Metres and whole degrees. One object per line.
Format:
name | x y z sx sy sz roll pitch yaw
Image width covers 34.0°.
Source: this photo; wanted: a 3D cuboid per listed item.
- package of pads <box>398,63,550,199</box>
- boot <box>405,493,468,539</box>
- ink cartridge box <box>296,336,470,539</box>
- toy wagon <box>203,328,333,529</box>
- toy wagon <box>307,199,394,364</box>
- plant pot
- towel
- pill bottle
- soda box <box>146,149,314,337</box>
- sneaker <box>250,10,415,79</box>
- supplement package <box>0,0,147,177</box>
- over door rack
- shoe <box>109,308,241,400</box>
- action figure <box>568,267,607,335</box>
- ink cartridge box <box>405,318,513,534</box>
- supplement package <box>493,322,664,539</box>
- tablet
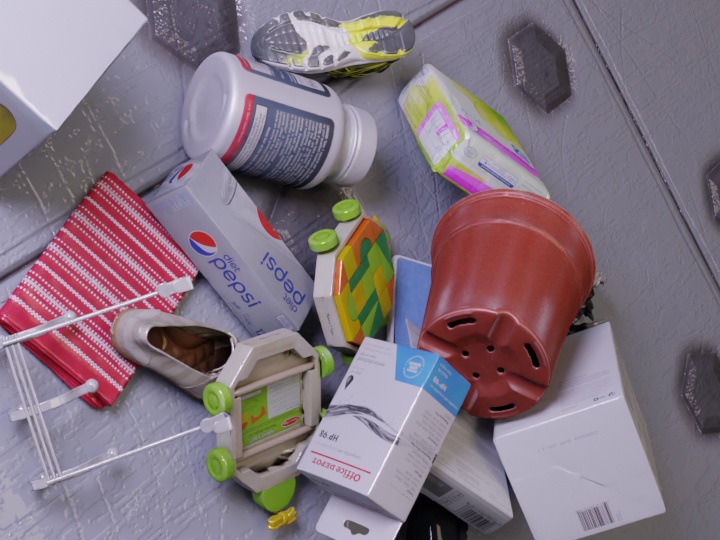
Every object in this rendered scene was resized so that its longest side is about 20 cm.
package of pads | 0.132 -0.155 1.434 0.153 0.068 0.201 30 23 -29
boot | 0.049 0.255 1.310 0.168 0.076 0.202 42 49 -26
ink cartridge box | 0.015 0.178 1.208 0.067 0.115 0.202 42 68 -38
toy wagon | -0.094 0.167 1.214 0.154 0.039 0.204 -16 112 -45
toy wagon | 0.000 0.000 1.326 0.201 0.039 0.157 -56 138 -51
plant pot | 0.154 0.046 1.320 0.201 0.199 0.196 48 35 -17
towel | -0.254 0.019 1.173 0.145 0.022 0.201 44 55 -21
pill bottle | -0.085 -0.155 1.289 0.198 0.119 0.122 12 71 -35
soda box | -0.130 -0.023 1.234 0.201 0.063 0.069 53 40 -22
sneaker | -0.034 -0.253 1.387 0.197 0.085 0.076 -4 72 -17
supplement package | -0.325 -0.195 1.059 0.152 0.199 0.152 43 56 -20
over door rack | -0.228 0.104 1.093 0.197 0.067 0.150 -17 96 -2
shoe | -0.162 0.090 1.190 0.199 0.053 0.071 26 67 -44
action figure | 0.277 0.047 1.530 0.200 0.101 0.120 -44 120 -37
ink cartridge box | 0.094 0.174 1.324 0.162 0.050 0.202 38 28 -35
supplement package | 0.250 0.187 1.369 0.200 0.150 0.152 -71 139 -68
tablet | 0.112 0.065 1.453 0.198 0.014 0.132 17 68 -35
